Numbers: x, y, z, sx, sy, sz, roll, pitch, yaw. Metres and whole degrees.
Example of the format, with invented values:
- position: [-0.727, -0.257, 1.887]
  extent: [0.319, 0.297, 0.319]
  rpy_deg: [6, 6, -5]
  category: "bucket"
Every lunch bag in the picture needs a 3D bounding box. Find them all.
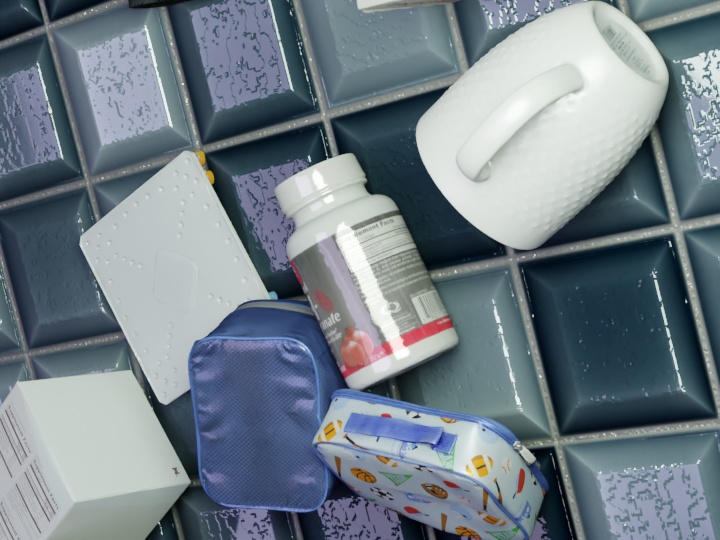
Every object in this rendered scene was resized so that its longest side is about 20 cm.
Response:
- position: [0.065, 0.170, 1.594]
  extent: [0.200, 0.076, 0.160]
  rpy_deg: [7, 151, 34]
  category: "lunch bag"
- position: [-0.072, 0.131, 1.703]
  extent: [0.136, 0.132, 0.200]
  rpy_deg: [3, 109, 19]
  category: "lunch bag"

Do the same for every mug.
- position: [0.143, -0.121, 1.429]
  extent: [0.175, 0.200, 0.148]
  rpy_deg: [-43, 79, 30]
  category: "mug"

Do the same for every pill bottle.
- position: [0.000, 0.000, 1.627]
  extent: [0.111, 0.111, 0.200]
  rpy_deg: [-30, 83, 39]
  category: "pill bottle"

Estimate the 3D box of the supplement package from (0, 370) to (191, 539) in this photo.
- position: [-0.312, 0.228, 1.887]
  extent: [0.200, 0.152, 0.151]
  rpy_deg: [-51, 59, 34]
  category: "supplement package"

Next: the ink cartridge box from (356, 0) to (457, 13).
- position: [0.108, -0.271, 1.450]
  extent: [0.200, 0.147, 0.083]
  rpy_deg: [-7, 96, 38]
  category: "ink cartridge box"

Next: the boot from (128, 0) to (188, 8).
- position: [-0.161, -0.338, 1.695]
  extent: [0.198, 0.073, 0.163]
  rpy_deg: [-3, 96, 39]
  category: "boot"

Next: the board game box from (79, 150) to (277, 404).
- position: [-0.180, 0.008, 1.823]
  extent: [0.200, 0.026, 0.200]
  rpy_deg: [-34, 80, 39]
  category: "board game box"
